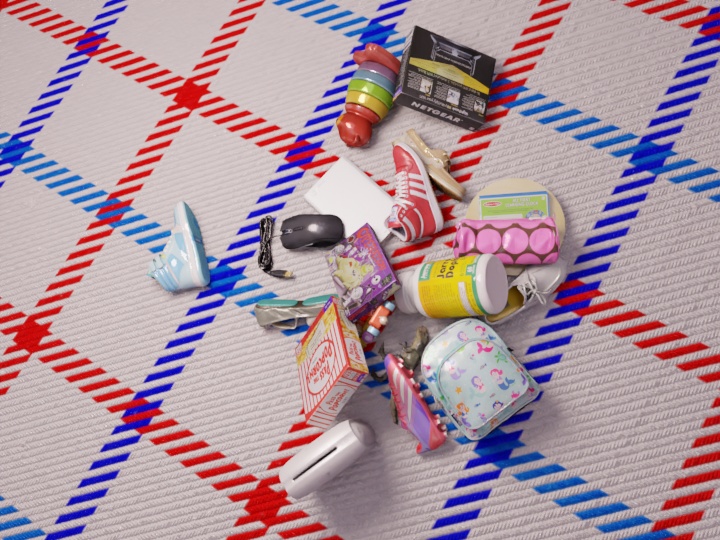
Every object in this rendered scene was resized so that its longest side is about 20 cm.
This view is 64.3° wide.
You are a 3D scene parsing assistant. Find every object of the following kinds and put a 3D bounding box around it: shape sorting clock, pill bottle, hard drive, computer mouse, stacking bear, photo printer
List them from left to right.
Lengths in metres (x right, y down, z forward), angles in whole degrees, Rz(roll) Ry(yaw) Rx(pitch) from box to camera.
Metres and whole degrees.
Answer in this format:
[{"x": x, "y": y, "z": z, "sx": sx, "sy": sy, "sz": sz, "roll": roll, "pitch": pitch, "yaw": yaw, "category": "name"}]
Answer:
[{"x": -0.137, "y": -0.055, "z": 1.215, "sx": 0.199, "sy": 0.046, "sz": 0.141, "roll": 1, "pitch": 79, "yaw": 18, "category": "computer mouse"}, {"x": -0.056, "y": 0.339, "z": 1.042, "sx": 0.166, "sy": 0.200, "sz": 0.070, "roll": -36, "pitch": 74, "yaw": 0, "category": "photo printer"}, {"x": -0.010, "y": -0.139, "z": 1.239, "sx": 0.200, "sy": 0.026, "sz": 0.132, "roll": 43, "pitch": 86, "yaw": 15, "category": "hard drive"}, {"x": 0.011, "y": -0.367, "z": 1.249, "sx": 0.113, "sy": 0.121, "sz": 0.201, "roll": 23, "pitch": 89, "yaw": -23, "category": "stacking bear"}, {"x": 0.169, "y": 0.034, "z": 1.096, "sx": 0.199, "sy": 0.113, "sz": 0.114, "roll": -8, "pitch": 73, "yaw": 37, "category": "pill bottle"}, {"x": 0.313, "y": -0.089, "z": 1.168, "sx": 0.199, "sy": 0.039, "sz": 0.201, "roll": 0, "pitch": 89, "yaw": 9, "category": "shape sorting clock"}]

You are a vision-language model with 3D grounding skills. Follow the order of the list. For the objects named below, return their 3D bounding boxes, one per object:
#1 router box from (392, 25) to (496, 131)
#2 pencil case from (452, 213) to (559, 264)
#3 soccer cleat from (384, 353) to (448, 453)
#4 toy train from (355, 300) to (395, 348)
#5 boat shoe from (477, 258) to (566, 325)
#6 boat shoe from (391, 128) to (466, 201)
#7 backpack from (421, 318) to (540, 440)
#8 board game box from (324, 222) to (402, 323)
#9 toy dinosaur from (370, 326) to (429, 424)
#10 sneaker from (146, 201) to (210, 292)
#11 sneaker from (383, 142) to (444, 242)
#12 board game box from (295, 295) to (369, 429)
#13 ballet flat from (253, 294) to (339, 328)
[{"x": 0.180, "y": -0.405, "z": 1.216, "sx": 0.199, "sy": 0.052, "sz": 0.158, "roll": 16, "pitch": 78, "yaw": -16, "category": "router box"}, {"x": 0.279, "y": -0.061, "z": 1.110, "sx": 0.199, "sy": 0.091, "sz": 0.094, "roll": -2, "pitch": 114, "yaw": 9, "category": "pencil case"}, {"x": 0.092, "y": 0.255, "z": 1.091, "sx": 0.076, "sy": 0.067, "sz": 0.201, "roll": -32, "pitch": 93, "yaw": 8, "category": "soccer cleat"}, {"x": -0.010, "y": 0.138, "z": 1.108, "sx": 0.055, "sy": 0.150, "sz": 0.201, "roll": 33, "pitch": 88, "yaw": 1, "category": "toy train"}, {"x": 0.317, "y": 0.041, "z": 1.105, "sx": 0.201, "sy": 0.086, "sz": 0.075, "roll": -31, "pitch": 92, "yaw": 2, "category": "boat shoe"}, {"x": 0.155, "y": -0.229, "z": 1.209, "sx": 0.069, "sy": 0.074, "sz": 0.200, "roll": -46, "pitch": 74, "yaw": 2, "category": "boat shoe"}, {"x": 0.210, "y": 0.194, "z": 1.068, "sx": 0.177, "sy": 0.151, "sz": 0.200, "roll": -36, "pitch": 69, "yaw": 0, "category": "backpack"}, {"x": 0.000, "y": 0.000, "z": 1.126, "sx": 0.120, "sy": 0.032, "sz": 0.200, "roll": -35, "pitch": 39, "yaw": 9, "category": "board game box"}, {"x": 0.070, "y": 0.195, "z": 1.138, "sx": 0.088, "sy": 0.047, "sz": 0.201, "roll": 21, "pitch": 84, "yaw": 6, "category": "toy dinosaur"}, {"x": -0.414, "y": -0.047, "z": 1.254, "sx": 0.130, "sy": 0.080, "sz": 0.201, "roll": -17, "pitch": 74, "yaw": 3, "category": "sneaker"}, {"x": 0.086, "y": -0.156, "z": 1.170, "sx": 0.112, "sy": 0.071, "sz": 0.201, "roll": -24, "pitch": 91, "yaw": -22, "category": "sneaker"}, {"x": -0.059, "y": 0.168, "z": 1.073, "sx": 0.152, "sy": 0.046, "sz": 0.200, "roll": -56, "pitch": 28, "yaw": 23, "category": "board game box"}, {"x": -0.122, "y": 0.088, "z": 1.192, "sx": 0.199, "sy": 0.067, "sz": 0.064, "roll": -5, "pitch": 103, "yaw": 9, "category": "ballet flat"}]
